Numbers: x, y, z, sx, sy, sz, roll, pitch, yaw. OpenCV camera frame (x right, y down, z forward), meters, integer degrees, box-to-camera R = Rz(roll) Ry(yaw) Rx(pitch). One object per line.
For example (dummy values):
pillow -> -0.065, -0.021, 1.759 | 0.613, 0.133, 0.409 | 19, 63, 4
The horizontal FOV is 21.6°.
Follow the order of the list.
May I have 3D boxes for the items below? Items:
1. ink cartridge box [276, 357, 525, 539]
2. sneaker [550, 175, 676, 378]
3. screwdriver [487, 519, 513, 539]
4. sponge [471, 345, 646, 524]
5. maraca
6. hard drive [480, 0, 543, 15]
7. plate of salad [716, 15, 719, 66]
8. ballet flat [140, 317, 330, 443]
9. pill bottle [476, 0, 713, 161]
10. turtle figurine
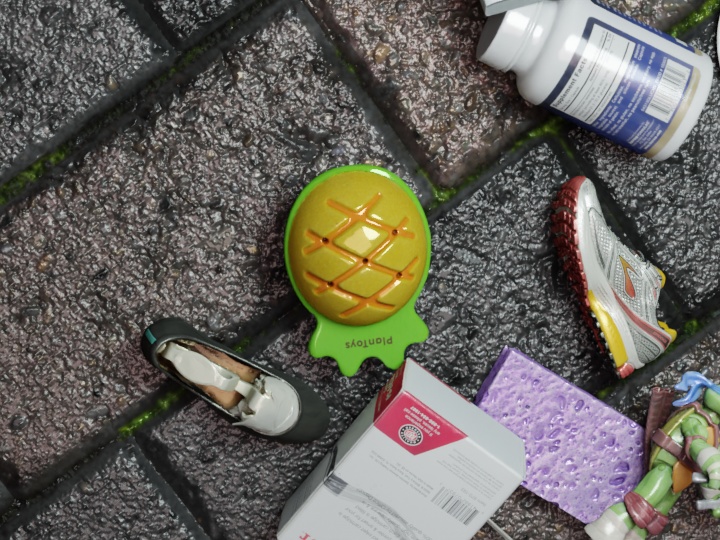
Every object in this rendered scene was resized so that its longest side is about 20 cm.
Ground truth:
ink cartridge box -> 0.037, 0.207, 1.771 | 0.145, 0.083, 0.200 | 36, 109, -10
sneaker -> 0.240, -0.001, 1.791 | 0.082, 0.078, 0.200 | -25, 110, -6
screwdriver -> 0.077, 0.199, 1.828 | 0.200, 0.029, 0.028 | 42, 92, -15
sponge -> 0.198, 0.170, 1.831 | 0.200, 0.030, 0.112 | 31, 94, -10
maraca -> 0.000, 0.000, 1.744 | 0.137, 0.107, 0.200 | -8, 106, -3
hard drive -> 0.145, -0.337, 1.698 | 0.132, 0.027, 0.200 | -16, 72, -4
plate of salad -> 0.437, -0.221, 1.785 | 0.200, 0.048, 0.201 | -1, 99, -6
ballet flat -> -0.118, 0.113, 1.768 | 0.200, 0.068, 0.068 | 27, 95, -10
pill bottle -> 0.212, -0.189, 1.734 | 0.200, 0.111, 0.111 | 25, 96, -9
turtle figurine -> 0.320, 0.217, 1.767 | 0.200, 0.144, 0.194 | 44, 95, -8
